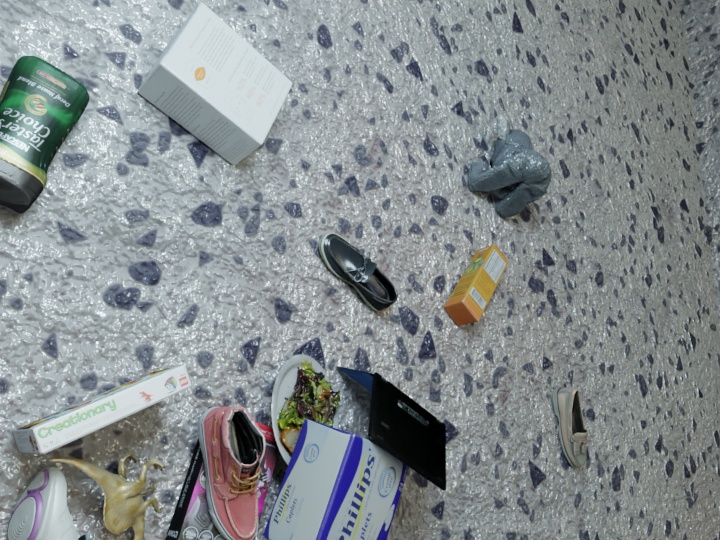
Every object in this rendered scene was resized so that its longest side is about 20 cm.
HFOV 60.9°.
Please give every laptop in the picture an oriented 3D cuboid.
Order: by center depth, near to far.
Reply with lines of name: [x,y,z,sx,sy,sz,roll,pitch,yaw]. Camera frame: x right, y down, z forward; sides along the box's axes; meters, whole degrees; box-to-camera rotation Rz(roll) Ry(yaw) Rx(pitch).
laptop: [0.049,0.270,1.074,0.187,0.115,0.201,39,34,-25]

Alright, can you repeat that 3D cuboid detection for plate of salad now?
plate of salad: [-0.081,0.240,1.029,0.200,0.048,0.203,37,46,-51]

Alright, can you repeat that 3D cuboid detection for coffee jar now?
coffee jar: [-0.458,-0.184,0.836,0.104,0.085,0.202,29,62,-31]

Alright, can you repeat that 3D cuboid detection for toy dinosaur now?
toy dinosaur: [-0.316,0.294,0.822,0.202,0.057,0.101,67,29,-25]

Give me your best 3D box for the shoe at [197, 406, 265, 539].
shoe: [-0.175,0.293,0.873,0.071,0.091,0.203,-11,84,-40]

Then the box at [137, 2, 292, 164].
box: [-0.241,-0.310,1.038,0.199,0.106,0.154,37,58,-27]

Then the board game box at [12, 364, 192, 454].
board game box: [-0.338,0.182,0.810,0.199,0.126,0.035,-22,92,-42]

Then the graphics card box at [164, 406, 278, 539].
graphics card box: [-0.203,0.325,0.935,0.125,0.051,0.202,31,61,-30]

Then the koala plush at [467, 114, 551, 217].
koala plush: [0.383,-0.276,1.526,0.177,0.183,0.202,34,47,-28]

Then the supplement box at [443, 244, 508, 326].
supplement box: [0.266,0.031,1.399,0.069,0.066,0.200,49,52,-14]

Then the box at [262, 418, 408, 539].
box: [-0.030,0.360,0.977,0.200,0.104,0.186,40,64,-48]

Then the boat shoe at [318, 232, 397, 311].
boat shoe: [0.000,0.000,1.187,0.200,0.062,0.075,47,55,-18]

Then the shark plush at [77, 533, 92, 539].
shark plush: [-0.315,0.408,0.791,0.201,0.090,0.084,59,35,-23]

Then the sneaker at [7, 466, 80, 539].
sneaker: [-0.387,0.353,0.773,0.099,0.074,0.203,20,64,-56]

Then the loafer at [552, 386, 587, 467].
loafer: [0.532,0.390,1.524,0.071,0.063,0.203,-10,84,-42]
